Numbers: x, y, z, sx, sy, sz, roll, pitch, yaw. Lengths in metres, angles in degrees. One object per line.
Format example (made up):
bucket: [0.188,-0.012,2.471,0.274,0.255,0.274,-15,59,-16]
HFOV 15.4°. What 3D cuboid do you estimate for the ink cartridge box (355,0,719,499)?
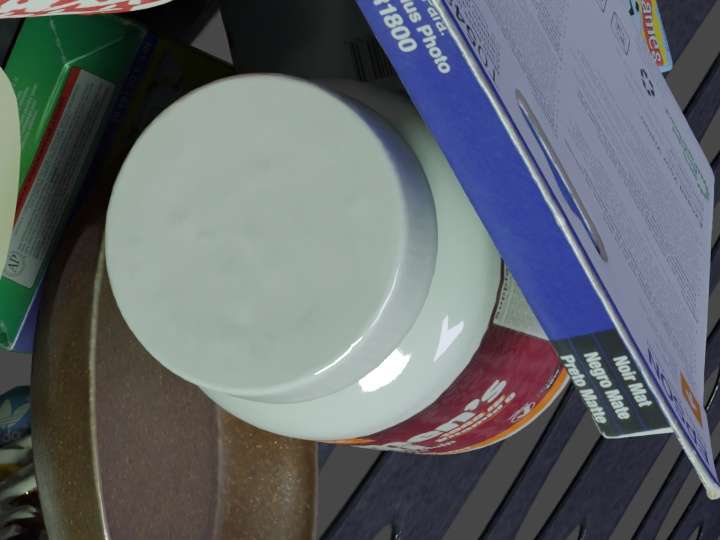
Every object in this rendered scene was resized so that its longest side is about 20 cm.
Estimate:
ink cartridge box: [0.046,-0.054,0.776,0.200,0.041,0.200,59,20,-22]

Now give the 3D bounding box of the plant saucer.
plant saucer: [-0.062,0.050,0.860,0.200,0.037,0.201,-5,90,-73]

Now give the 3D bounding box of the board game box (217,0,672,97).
board game box: [0.033,-0.108,0.985,0.200,0.105,0.103,-16,92,-69]

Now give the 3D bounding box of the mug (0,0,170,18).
mug: [-0.117,-0.117,0.663,0.200,0.177,0.134,-14,89,-72]

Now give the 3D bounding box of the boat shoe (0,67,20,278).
boat shoe: [-0.156,0.024,0.772,0.074,0.063,0.202,3,111,-48]

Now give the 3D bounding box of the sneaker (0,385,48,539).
sneaker: [-0.117,0.087,0.867,0.200,0.075,0.090,-41,122,-77]

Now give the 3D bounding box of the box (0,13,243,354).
box: [-0.077,-0.024,0.947,0.118,0.048,0.200,-67,163,3]

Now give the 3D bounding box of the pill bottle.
pill bottle: [0.000,0.000,0.829,0.110,0.109,0.200,-67,161,2]
